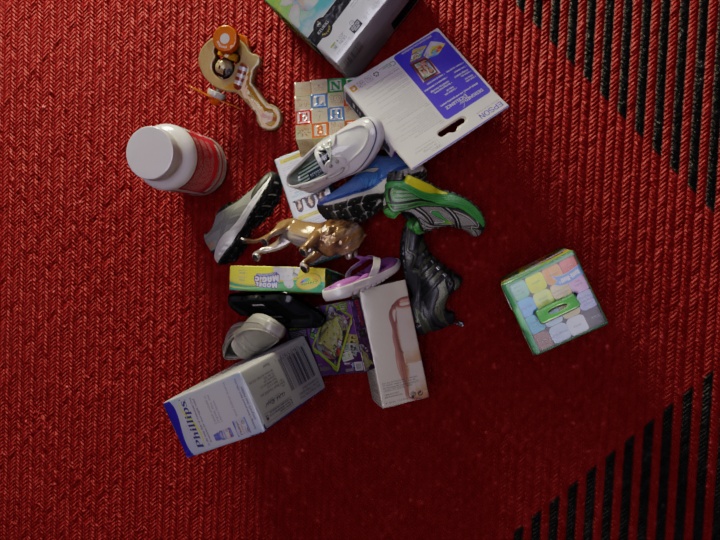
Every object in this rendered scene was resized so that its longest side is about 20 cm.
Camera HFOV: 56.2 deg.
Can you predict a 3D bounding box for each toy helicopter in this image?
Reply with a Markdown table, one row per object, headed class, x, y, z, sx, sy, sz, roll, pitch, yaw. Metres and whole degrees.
| class | x | y | z | sx | sy | sz | roll | pitch | yaw |
| --- | --- | --- | --- | --- | --- | --- | --- | --- | --- |
| toy helicopter | -0.220 | -0.329 | 1.220 | 0.132 | 0.079 | 0.201 | -40 | 88 | 11 |

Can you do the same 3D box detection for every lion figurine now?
| class | x | y | z | sx | sy | sz | roll | pitch | yaw |
| --- | --- | --- | --- | --- | --- | --- | --- | --- | --- |
| lion figurine | -0.097 | -0.058 | 1.147 | 0.198 | 0.123 | 0.073 | 19 | 136 | 26 |

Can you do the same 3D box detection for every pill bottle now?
| class | x | y | z | sx | sy | sz | roll | pitch | yaw |
| --- | --- | --- | --- | --- | --- | --- | --- | --- | --- |
| pill bottle | -0.321 | -0.193 | 1.180 | 0.111 | 0.200 | 0.114 | 0 | 92 | 11 |

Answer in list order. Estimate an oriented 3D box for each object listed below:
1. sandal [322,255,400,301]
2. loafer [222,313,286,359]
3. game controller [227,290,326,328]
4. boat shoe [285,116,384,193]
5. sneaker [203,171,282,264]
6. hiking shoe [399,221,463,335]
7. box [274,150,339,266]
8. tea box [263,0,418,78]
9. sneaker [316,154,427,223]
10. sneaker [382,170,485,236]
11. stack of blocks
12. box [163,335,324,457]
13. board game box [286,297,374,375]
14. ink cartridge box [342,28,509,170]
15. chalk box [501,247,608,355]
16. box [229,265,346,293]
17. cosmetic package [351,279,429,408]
| class | x | y | z | sx | sy | sz | roll | pitch | yaw |
| --- | --- | --- | --- | --- | --- | --- | --- | --- | --- |
| sandal | 0.006 | -0.001 | 1.120 | 0.082 | 0.202 | 0.050 | -10 | 101 | 31 |
| loafer | -0.189 | 0.123 | 1.178 | 0.070 | 0.200 | 0.070 | 34 | 63 | -17 |
| game controller | -0.149 | 0.067 | 1.169 | 0.199 | 0.104 | 0.042 | -5 | 48 | 47 |
| boat shoe | -0.045 | -0.180 | 1.099 | 0.199 | 0.066 | 0.074 | -36 | 75 | 39 |
| sneaker | -0.218 | -0.104 | 1.222 | 0.079 | 0.074 | 0.200 | 47 | 108 | 15 |
| hiking shoe | 0.124 | 0.006 | 1.171 | 0.099 | 0.076 | 0.203 | -10 | 97 | 0 |
| box | -0.082 | -0.116 | 1.211 | 0.081 | 0.049 | 0.202 | -18 | 88 | 11 |
| tea box | -0.032 | -0.471 | 1.144 | 0.196 | 0.134 | 0.200 | 41 | 99 | 8 |
| sneaker | 0.012 | -0.149 | 1.172 | 0.198 | 0.079 | 0.090 | -25 | 60 | -10 |
| sneaker | 0.120 | -0.095 | 1.127 | 0.198 | 0.078 | 0.086 | 18 | 89 | -22 |
| stack of blocks | -0.012 | -0.269 | 1.163 | 0.197 | 0.059 | 0.117 | -4 | 69 | 3 |
| box | -0.196 | 0.214 | 1.153 | 0.199 | 0.183 | 0.106 | -24 | 90 | 33 |
| board game box | -0.060 | 0.120 | 1.171 | 0.199 | 0.032 | 0.122 | -13 | 93 | 48 |
| ink cartridge box | 0.104 | -0.274 | 1.100 | 0.197 | 0.043 | 0.201 | -33 | 68 | -8 |
| chalk box | 0.300 | 0.046 | 1.062 | 0.124 | 0.200 | 0.125 | -26 | 87 | 11 |
| box | -0.118 | 0.019 | 1.189 | 0.197 | 0.117 | 0.049 | -1 | 86 | 12 |
| cosmetic package | 0.049 | 0.122 | 1.160 | 0.086 | 0.103 | 0.203 | -12 | 91 | -8 |
